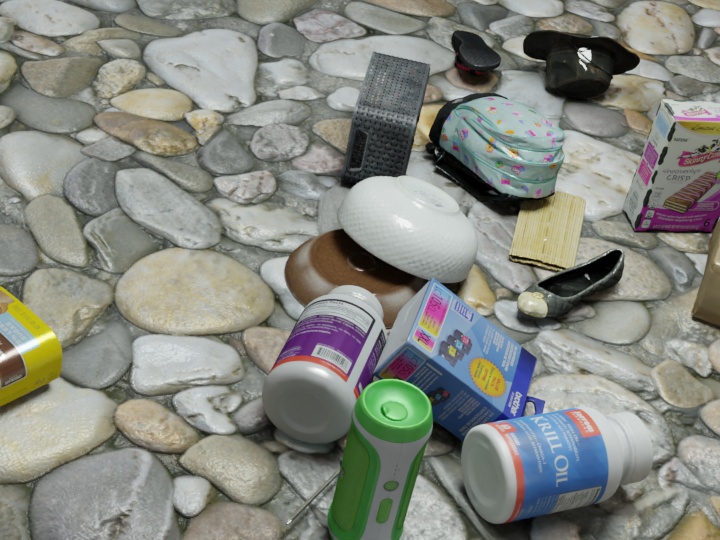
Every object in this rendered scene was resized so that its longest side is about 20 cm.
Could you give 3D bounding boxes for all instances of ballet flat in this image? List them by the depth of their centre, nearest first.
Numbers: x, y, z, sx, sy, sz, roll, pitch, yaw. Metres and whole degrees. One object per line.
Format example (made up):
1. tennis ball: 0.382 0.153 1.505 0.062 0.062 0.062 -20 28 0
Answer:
1. ballet flat: 0.285 0.015 1.859 0.200 0.057 0.066 -23 48 -38

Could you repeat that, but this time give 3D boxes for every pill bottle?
1. pill bottle: 0.225 0.214 1.538 0.200 0.112 0.112 -8 41 -24
2. pill bottle: -0.036 0.104 1.607 0.112 0.112 0.200 18 37 7

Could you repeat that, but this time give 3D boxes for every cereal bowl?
1. cereal bowl: 0.074 -0.070 1.839 0.200 0.083 0.200 23 20 -9

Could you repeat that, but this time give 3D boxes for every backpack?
1. backpack: 0.214 -0.187 2.040 0.167 0.127 0.200 -13 38 -27

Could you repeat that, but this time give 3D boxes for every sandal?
1. sandal: 0.195 -0.369 2.356 0.075 0.045 0.200 12 22 -9

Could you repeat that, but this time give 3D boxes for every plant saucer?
1. plant saucer: 0.000 0.000 1.817 0.200 0.037 0.200 8 36 -6

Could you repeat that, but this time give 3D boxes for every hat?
1. hat: 0.369 -0.338 2.316 0.201 0.201 0.081 12 82 2

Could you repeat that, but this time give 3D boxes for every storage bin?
1. storage bin: 0.039 -0.222 2.032 0.094 0.135 0.200 13 37 2

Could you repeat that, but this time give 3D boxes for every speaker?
1. speaker: 0.019 0.209 1.412 0.088 0.200 0.088 8 37 -6

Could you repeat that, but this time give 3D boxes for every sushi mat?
1. sushi mat: 0.276 -0.063 1.995 0.096 0.012 0.200 15 36 6

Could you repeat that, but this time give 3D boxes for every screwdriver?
1. screwdriver: -0.031 0.227 1.520 0.029 0.028 0.200 1 26 40

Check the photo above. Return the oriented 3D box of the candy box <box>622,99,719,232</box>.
1. candy box: 0.485 -0.152 2.016 0.136 0.200 0.061 0 38 -15

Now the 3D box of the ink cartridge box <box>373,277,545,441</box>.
1. ink cartridge box: 0.128 0.123 1.623 0.200 0.076 0.136 38 36 -10

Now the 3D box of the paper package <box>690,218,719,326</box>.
1. paper package: 0.583 0.013 1.910 0.200 0.103 0.191 21 39 10

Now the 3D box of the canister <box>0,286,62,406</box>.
1. canister: -0.452 0.104 1.511 0.149 0.087 0.200 35 41 26
